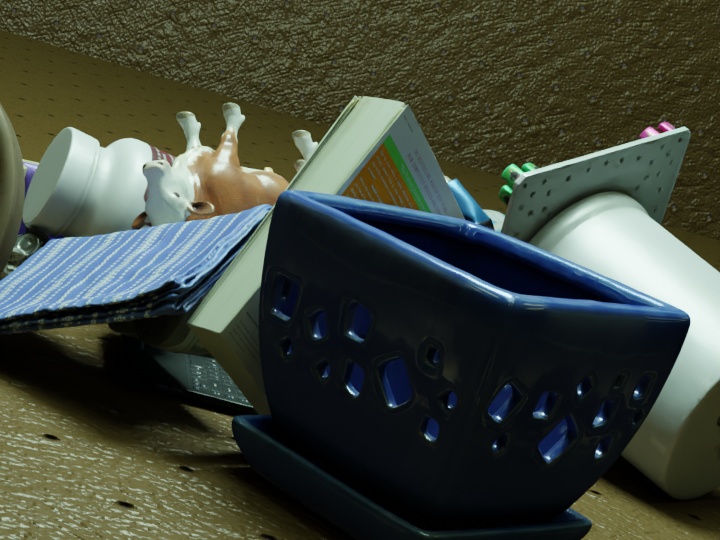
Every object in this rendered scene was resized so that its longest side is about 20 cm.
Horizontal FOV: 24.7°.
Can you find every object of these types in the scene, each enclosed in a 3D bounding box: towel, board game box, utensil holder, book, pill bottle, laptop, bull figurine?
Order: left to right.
[{"bbox_3d":[-0.166,-0.002,1.093,0.200,0.024,0.145,-7,23,28],"label":"towel"},{"bbox_3d":[-0.162,-0.036,1.321,0.200,0.113,0.113,26,6,-25],"label":"pill bottle"},{"bbox_3d":[-0.092,-0.060,1.261,0.200,0.122,0.065,23,-34,-38],"label":"bull figurine"},{"bbox_3d":[-0.066,0.037,1.209,0.199,0.104,0.177,16,10,-11],"label":"laptop"},{"bbox_3d":[-0.013,0.004,1.080,0.048,0.200,0.134,14,-31,42],"label":"book"},{"bbox_3d":[0.175,-0.022,1.376,0.200,0.200,0.026,-17,45,-35],"label":"board game box"},{"bbox_3d":[0.231,0.060,1.317,0.170,0.170,0.200,7,28,-48],"label":"utensil holder"}]

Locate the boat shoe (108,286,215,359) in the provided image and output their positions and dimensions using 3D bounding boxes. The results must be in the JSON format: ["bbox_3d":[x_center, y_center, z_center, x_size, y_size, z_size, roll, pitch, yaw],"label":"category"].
[{"bbox_3d":[-0.128,0.022,1.158,0.065,0.075,0.202,24,-1,-23],"label":"boat shoe"}]

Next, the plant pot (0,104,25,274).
[{"bbox_3d":[-0.304,-0.042,1.050,0.200,0.201,0.175,18,-7,1],"label":"plant pot"}]

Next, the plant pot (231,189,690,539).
[{"bbox_3d":[0.051,0.071,1.003,0.200,0.180,0.200,27,14,40],"label":"plant pot"}]

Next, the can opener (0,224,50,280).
[{"bbox_3d":[-0.312,-0.021,1.297,0.200,0.053,0.067,21,-22,22],"label":"can opener"}]

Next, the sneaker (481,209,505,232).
[{"bbox_3d":[0.086,-0.017,1.499,0.130,0.080,0.200,8,6,-14],"label":"sneaker"}]

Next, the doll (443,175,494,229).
[{"bbox_3d":[0.064,-0.022,1.436,0.200,0.137,0.048,4,8,35],"label":"doll"}]

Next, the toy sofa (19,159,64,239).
[{"bbox_3d":[-0.214,-0.034,1.393,0.200,0.083,0.098,12,10,-29],"label":"toy sofa"}]
